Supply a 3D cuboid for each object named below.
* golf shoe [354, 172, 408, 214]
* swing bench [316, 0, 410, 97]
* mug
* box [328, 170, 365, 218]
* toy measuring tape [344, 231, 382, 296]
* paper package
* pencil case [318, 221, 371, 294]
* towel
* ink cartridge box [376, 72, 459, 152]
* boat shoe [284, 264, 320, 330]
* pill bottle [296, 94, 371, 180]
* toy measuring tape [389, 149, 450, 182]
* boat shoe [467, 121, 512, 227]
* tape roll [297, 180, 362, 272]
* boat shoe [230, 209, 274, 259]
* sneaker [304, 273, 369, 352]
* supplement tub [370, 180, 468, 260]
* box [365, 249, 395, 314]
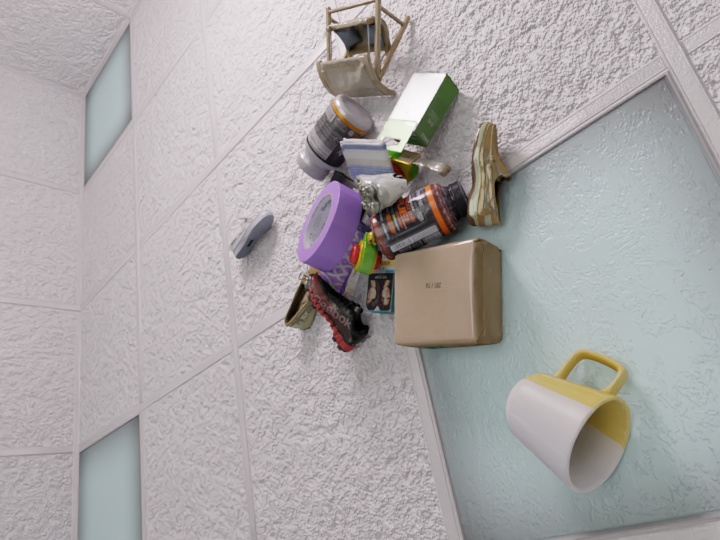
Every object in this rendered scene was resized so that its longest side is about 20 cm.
[{"bbox_3d":[0.045,-0.169,1.178,0.200,0.096,0.080,-126,15,-69],"label":"golf shoe"},{"bbox_3d":[-0.002,-0.539,1.384,0.197,0.128,0.204,13,91,46],"label":"swing bench"},{"bbox_3d":[0.325,0.230,0.883,0.152,0.184,0.152,24,131,55],"label":"mug"},{"bbox_3d":[-0.058,-0.134,1.418,0.143,0.036,0.203,38,108,44],"label":"box"},{"bbox_3d":[0.000,0.000,1.227,0.074,0.072,0.202,59,142,36],"label":"toy measuring tape"},{"bbox_3d":[0.168,0.052,1.087,0.198,0.102,0.195,-9,74,44],"label":"paper package"},{"bbox_3d":[-0.033,-0.025,1.338,0.085,0.083,0.202,39,112,22],"label":"pencil case"},{"bbox_3d":[0.035,-0.201,1.255,0.145,0.024,0.203,15,137,48],"label":"towel"},{"bbox_3d":[0.119,-0.329,1.219,0.103,0.059,0.202,22,80,47],"label":"ink cartridge box"},{"bbox_3d":[-0.134,0.057,1.433,0.073,0.062,0.204,28,101,46],"label":"boat shoe"},{"bbox_3d":[-0.070,-0.331,1.418,0.200,0.115,0.118,-46,51,30],"label":"pill bottle"},{"bbox_3d":[0.120,-0.217,1.220,0.198,0.073,0.075,26,99,41],"label":"toy measuring tape"},{"bbox_3d":[0.257,-0.186,1.084,0.075,0.071,0.205,5,91,32],"label":"boat shoe"},{"bbox_3d":[-0.073,-0.102,1.304,0.200,0.065,0.203,-48,29,38],"label":"tape roll"},{"bbox_3d":[-0.333,-0.129,1.676,0.202,0.074,0.087,-47,68,37],"label":"boat shoe"},{"bbox_3d":[-0.049,0.085,1.289,0.097,0.071,0.203,-29,97,24],"label":"sneaker"},{"bbox_3d":[0.125,-0.107,1.144,0.197,0.107,0.109,-26,61,16],"label":"supplement tub"},{"bbox_3d":[0.063,-0.007,1.250,0.081,0.049,0.205,-3,79,46],"label":"box"}]
